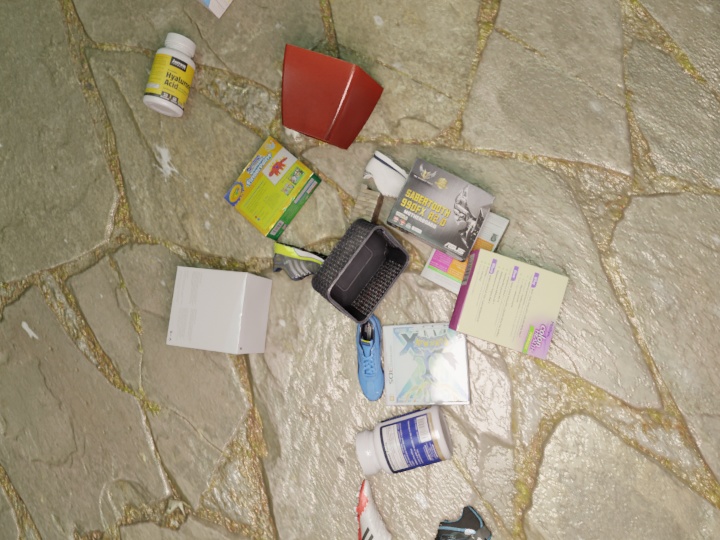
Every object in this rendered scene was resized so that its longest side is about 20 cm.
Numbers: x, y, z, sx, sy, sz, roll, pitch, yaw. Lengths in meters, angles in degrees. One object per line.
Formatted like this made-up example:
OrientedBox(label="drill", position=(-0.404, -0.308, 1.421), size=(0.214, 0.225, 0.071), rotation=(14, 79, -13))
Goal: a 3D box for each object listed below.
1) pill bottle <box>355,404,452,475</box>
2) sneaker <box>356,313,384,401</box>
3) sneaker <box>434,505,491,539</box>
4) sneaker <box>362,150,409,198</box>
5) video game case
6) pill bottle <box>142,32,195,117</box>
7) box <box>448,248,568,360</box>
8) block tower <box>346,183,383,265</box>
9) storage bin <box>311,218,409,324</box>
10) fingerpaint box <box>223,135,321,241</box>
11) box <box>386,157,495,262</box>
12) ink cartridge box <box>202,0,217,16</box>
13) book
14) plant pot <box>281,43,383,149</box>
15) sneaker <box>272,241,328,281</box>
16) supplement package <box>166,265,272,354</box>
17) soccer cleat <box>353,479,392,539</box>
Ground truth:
OrientedBox(label="pill bottle", position=(0.095, 0.379, 1.178), size=(0.196, 0.116, 0.118), rotation=(-19, 78, 13))
OrientedBox(label="sneaker", position=(0.017, 0.203, 1.245), size=(0.064, 0.078, 0.205), rotation=(-3, 83, 14))
OrientedBox(label="sneaker", position=(0.185, 0.592, 1.156), size=(0.198, 0.073, 0.083), rotation=(-36, 58, 3))
OrientedBox(label="sneaker", position=(0.094, -0.204, 1.287), size=(0.199, 0.076, 0.081), rotation=(42, 108, 21))
OrientedBox(label="video game case", position=(0.150, 0.215, 1.232), size=(0.196, 0.022, 0.187), rotation=(-5, 82, 16))
OrientedBox(label="pill bottle", position=(-0.524, -0.543, 1.486), size=(0.109, 0.111, 0.204), rotation=(13, 87, 17))
OrientedBox(label="box", position=(0.311, 0.070, 1.138), size=(0.196, 0.097, 0.180), rotation=(17, 88, 0))
OrientedBox(label="block tower", position=(0.003, -0.103, 1.302), size=(0.057, 0.054, 0.204), rotation=(15, 88, 17))
OrientedBox(label="storage bin", position=(0.000, 0.000, 1.220), size=(0.201, 0.135, 0.093), rotation=(-53, 33, -8))
OrientedBox(label="fingerpaint box", position=(-0.225, -0.209, 1.373), size=(0.166, 0.073, 0.201), rotation=(39, 94, 16))
OrientedBox(label="box", position=(0.178, -0.134, 1.195), size=(0.197, 0.048, 0.161), rotation=(27, 87, 4))
OrientedBox(label="ink cartridge box", position=(-0.401, -0.845, 1.481), size=(0.125, 0.128, 0.201), rotation=(41, 96, 17))
OrientedBox(label="book", position=(0.239, -0.049, 1.231), size=(0.132, 0.048, 0.203), rotation=(27, 90, 20))
OrientedBox(label="plant pot", position=(-0.084, -0.408, 1.304), size=(0.197, 0.199, 0.180), rotation=(22, 100, 18))
OrientedBox(label="sneaker", position=(-0.135, -0.008, 1.329), size=(0.197, 0.074, 0.083), rotation=(18, 97, 24))
OrientedBox(label="supplement package", position=(-0.345, 0.100, 1.328), size=(0.196, 0.147, 0.196), rotation=(5, 84, 17))
OrientedBox(label="soccer cleat", position=(0.029, 0.574, 1.201), size=(0.083, 0.069, 0.205), rotation=(-1, 85, 7))
